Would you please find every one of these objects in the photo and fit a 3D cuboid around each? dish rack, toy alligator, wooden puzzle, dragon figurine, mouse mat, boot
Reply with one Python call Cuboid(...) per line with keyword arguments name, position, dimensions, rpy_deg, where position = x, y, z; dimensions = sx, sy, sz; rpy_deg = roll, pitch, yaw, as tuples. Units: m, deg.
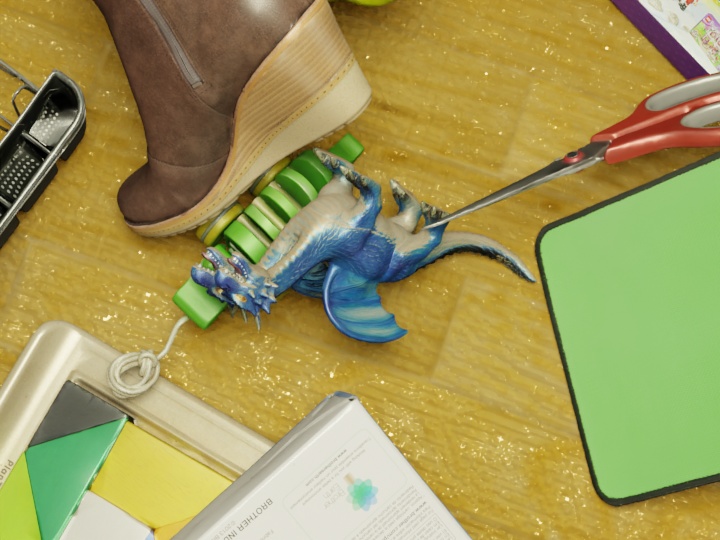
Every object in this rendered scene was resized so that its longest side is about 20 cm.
Cuboid(name="dish rack", position=(-0.268, -0.086, 0.889), dimensions=(0.199, 0.055, 0.154), rpy_deg=(35, 82, 9))
Cuboid(name="toy alligator", position=(-0.065, -0.008, 0.848), dimensions=(0.059, 0.054, 0.200), rpy_deg=(42, 75, 4))
Cuboid(name="wooden puzzle", position=(-0.136, 0.150, 0.843), dimensions=(0.198, 0.037, 0.186), rpy_deg=(29, 82, 8))
Cuboid(name="dragon figurine", position=(0.000, 0.000, 0.832), dimensions=(0.059, 0.199, 0.100), rpy_deg=(34, 101, 48))
Cuboid(name="mouse mat", position=(0.181, 0.025, 0.799), dimensions=(0.199, 0.007, 0.163), rpy_deg=(-24, 74, 43))
Cuboid(name="boot", position=(-0.103, -0.115, 0.809), dimensions=(0.167, 0.199, 0.073), rpy_deg=(47, 42, -17))

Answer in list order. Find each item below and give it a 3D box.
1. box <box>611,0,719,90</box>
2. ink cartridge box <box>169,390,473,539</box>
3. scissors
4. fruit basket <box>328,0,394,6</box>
Cuboid(name="box", position=(0.209, -0.190, 0.888), dimensions=(0.137, 0.039, 0.200), rpy_deg=(-41, 79, -4))
Cuboid(name="ink cartridge box", position=(0.005, 0.183, 0.793), dimensions=(0.136, 0.076, 0.201), rpy_deg=(-40, 93, -6))
Cuboid(name="scissors", position=(0.124, -0.064, 0.826), dimensions=(0.197, 0.073, 0.014), rpy_deg=(-18, 121, 4))
Cuboid(name="fruit basket", position=(-0.051, -0.211, 0.829), dimensions=(0.155, 0.215, 0.216), rpy_deg=(41, 82, -30))
